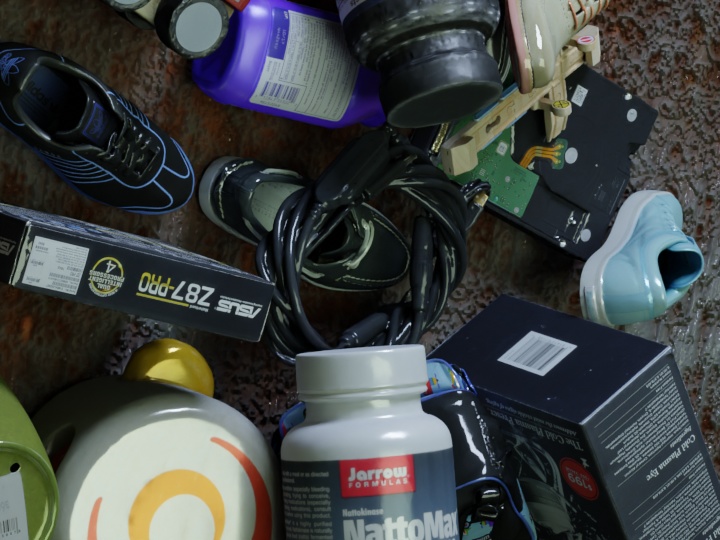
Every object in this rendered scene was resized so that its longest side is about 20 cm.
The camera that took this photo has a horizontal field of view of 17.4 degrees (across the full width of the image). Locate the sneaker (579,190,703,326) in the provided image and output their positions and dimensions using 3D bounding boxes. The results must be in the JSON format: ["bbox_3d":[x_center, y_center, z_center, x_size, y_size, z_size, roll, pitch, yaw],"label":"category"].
[{"bbox_3d":[0.241,-0.007,1.885,0.200,0.082,0.074,-52,136,-54],"label":"sneaker"}]

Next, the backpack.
[{"bbox_3d":[0.038,0.176,1.780,0.182,0.135,0.200,-21,151,8],"label":"backpack"}]

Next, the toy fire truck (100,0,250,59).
[{"bbox_3d":[-0.133,-0.272,1.574,0.176,0.129,0.200,33,92,-38],"label":"toy fire truck"}]

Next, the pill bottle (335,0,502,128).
[{"bbox_3d":[0.034,-0.208,1.654,0.112,0.112,0.200,-5,74,-35],"label":"pill bottle"}]

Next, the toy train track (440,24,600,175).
[{"bbox_3d":[0.130,-0.128,1.768,0.200,0.032,0.115,-40,134,-38],"label":"toy train track"}]

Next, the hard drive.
[{"bbox_3d":[0.135,-0.105,1.853,0.200,0.038,0.140,26,86,-39],"label":"hard drive"}]

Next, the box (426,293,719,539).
[{"bbox_3d":[0.168,0.137,1.840,0.104,0.200,0.182,-39,121,-24],"label":"box"}]

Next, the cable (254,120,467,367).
[{"bbox_3d":[0.000,0.000,1.701,0.200,0.051,0.163,-52,132,-27],"label":"cable"}]

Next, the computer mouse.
[{"bbox_3d":[0.048,0.020,1.795,0.059,0.034,0.200,15,108,-57],"label":"computer mouse"}]

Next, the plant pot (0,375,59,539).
[{"bbox_3d":[-0.279,0.128,1.507,0.187,0.200,0.188,-11,108,-34],"label":"plant pot"}]

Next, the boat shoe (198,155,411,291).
[{"bbox_3d":[-0.029,-0.027,1.738,0.200,0.060,0.076,18,90,-39],"label":"boat shoe"}]

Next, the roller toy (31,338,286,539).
[{"bbox_3d":[-0.156,0.166,1.647,0.182,0.140,0.200,-26,107,-23],"label":"roller toy"}]

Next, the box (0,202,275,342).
[{"bbox_3d":[-0.181,-0.007,1.567,0.200,0.161,0.049,14,95,-39],"label":"box"}]

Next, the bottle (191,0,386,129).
[{"bbox_3d":[-0.025,-0.146,1.706,0.200,0.065,0.084,10,99,-38],"label":"bottle"}]

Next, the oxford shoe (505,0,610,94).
[{"bbox_3d":[0.145,-0.202,1.718,0.200,0.074,0.071,-79,167,-45],"label":"oxford shoe"}]

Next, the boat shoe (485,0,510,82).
[{"bbox_3d":[0.082,-0.229,1.740,0.070,0.066,0.200,-5,97,-13],"label":"boat shoe"}]

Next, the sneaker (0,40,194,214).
[{"bbox_3d":[-0.180,-0.090,1.599,0.200,0.078,0.070,31,83,-37],"label":"sneaker"}]

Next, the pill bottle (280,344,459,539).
[{"bbox_3d":[0.006,0.154,1.610,0.119,0.119,0.200,-5,90,-36],"label":"pill bottle"}]
